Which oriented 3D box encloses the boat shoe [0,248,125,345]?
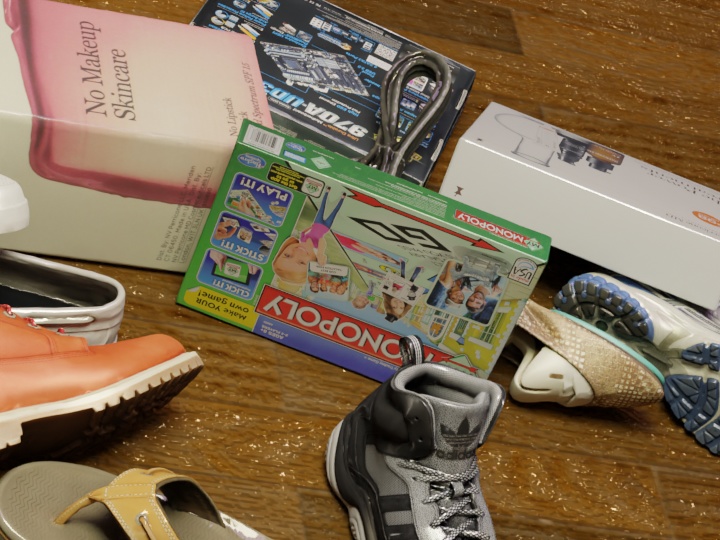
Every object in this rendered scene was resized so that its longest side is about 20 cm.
[{"bbox_3d":[-0.234,0.009,1.308,0.199,0.066,0.072,17,38,-10],"label":"boat shoe"}]

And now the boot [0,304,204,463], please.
[{"bbox_3d":[-0.182,0.051,1.261,0.200,0.075,0.107,-14,66,-39],"label":"boot"}]

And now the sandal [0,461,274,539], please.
[{"bbox_3d":[-0.102,0.142,1.230,0.199,0.054,0.080,19,37,-7],"label":"sandal"}]

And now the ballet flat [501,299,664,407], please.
[{"bbox_3d":[0.098,0.047,1.461,0.200,0.071,0.065,31,65,13],"label":"ballet flat"}]

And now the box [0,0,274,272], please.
[{"bbox_3d":[-0.166,-0.086,1.424,0.199,0.109,0.128,8,40,-21],"label":"box"}]

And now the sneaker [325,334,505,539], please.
[{"bbox_3d":[0.048,0.129,1.278,0.075,0.114,0.200,-4,45,-31],"label":"sneaker"}]

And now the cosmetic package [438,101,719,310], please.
[{"bbox_3d":[0.162,-0.047,1.554,0.199,0.052,0.151,22,19,5],"label":"cosmetic package"}]

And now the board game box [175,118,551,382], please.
[{"bbox_3d":[0.000,0.000,1.391,0.199,0.135,0.029,21,37,-4],"label":"board game box"}]

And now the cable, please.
[{"bbox_3d":[0.009,-0.069,1.486,0.097,0.050,0.200,28,68,29],"label":"cable"}]

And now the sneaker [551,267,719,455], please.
[{"bbox_3d":[0.229,0.053,1.503,0.200,0.077,0.085,35,34,13],"label":"sneaker"}]

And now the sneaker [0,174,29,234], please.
[{"bbox_3d":[-0.278,-0.089,1.308,0.199,0.116,0.074,13,14,19],"label":"sneaker"}]

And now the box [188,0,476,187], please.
[{"bbox_3d":[-0.030,-0.128,1.600,0.199,0.046,0.159,25,37,1],"label":"box"}]
